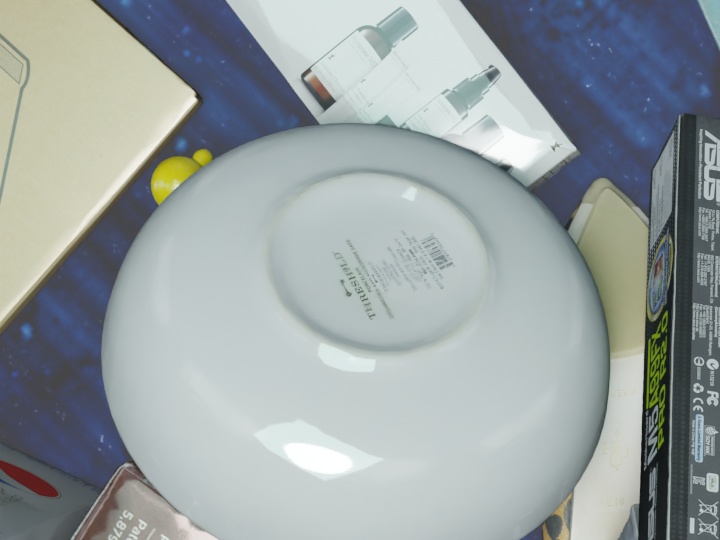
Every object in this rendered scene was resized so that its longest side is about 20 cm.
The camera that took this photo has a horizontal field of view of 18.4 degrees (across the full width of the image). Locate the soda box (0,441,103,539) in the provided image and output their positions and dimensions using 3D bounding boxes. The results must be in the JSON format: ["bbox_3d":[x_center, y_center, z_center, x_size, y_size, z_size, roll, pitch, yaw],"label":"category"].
[{"bbox_3d":[-0.163,0.117,0.906,0.064,0.200,0.068,25,93,7],"label":"soda box"}]

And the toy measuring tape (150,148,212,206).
[{"bbox_3d":[0.000,0.000,0.947,0.200,0.074,0.074,30,93,14],"label":"toy measuring tape"}]

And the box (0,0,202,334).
[{"bbox_3d":[-0.195,-0.056,1.002,0.163,0.021,0.200,42,95,6],"label":"box"}]

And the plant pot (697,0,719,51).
[{"bbox_3d":[0.222,-0.151,0.870,0.200,0.196,0.196,-26,86,16],"label":"plant pot"}]

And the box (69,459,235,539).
[{"bbox_3d":[-0.041,0.190,0.907,0.200,0.166,0.164,33,94,7],"label":"box"}]

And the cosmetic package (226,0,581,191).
[{"bbox_3d":[0.003,-0.105,0.962,0.083,0.051,0.200,-38,85,5],"label":"cosmetic package"}]

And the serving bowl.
[{"bbox_3d":[0.003,0.016,0.850,0.200,0.066,0.200,4,54,-6],"label":"serving bowl"}]

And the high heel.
[{"bbox_3d":[0.099,0.072,0.953,0.071,0.143,0.200,3,55,-9],"label":"high heel"}]

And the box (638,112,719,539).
[{"bbox_3d":[0.193,0.042,0.874,0.160,0.044,0.200,10,58,-6],"label":"box"}]
